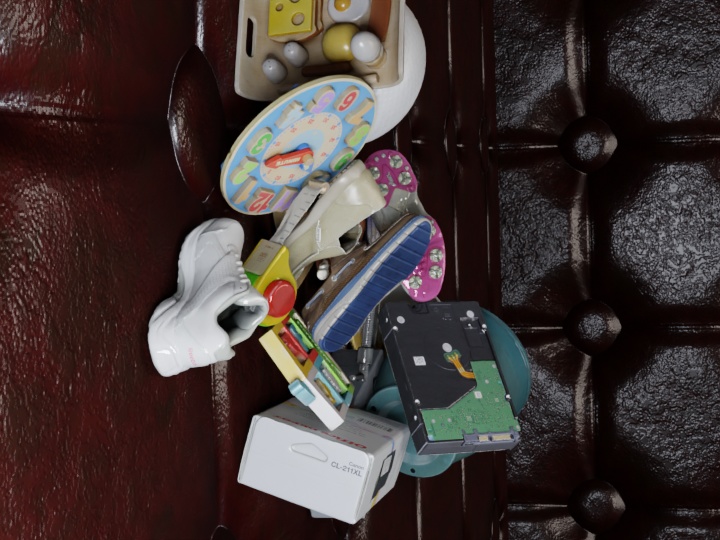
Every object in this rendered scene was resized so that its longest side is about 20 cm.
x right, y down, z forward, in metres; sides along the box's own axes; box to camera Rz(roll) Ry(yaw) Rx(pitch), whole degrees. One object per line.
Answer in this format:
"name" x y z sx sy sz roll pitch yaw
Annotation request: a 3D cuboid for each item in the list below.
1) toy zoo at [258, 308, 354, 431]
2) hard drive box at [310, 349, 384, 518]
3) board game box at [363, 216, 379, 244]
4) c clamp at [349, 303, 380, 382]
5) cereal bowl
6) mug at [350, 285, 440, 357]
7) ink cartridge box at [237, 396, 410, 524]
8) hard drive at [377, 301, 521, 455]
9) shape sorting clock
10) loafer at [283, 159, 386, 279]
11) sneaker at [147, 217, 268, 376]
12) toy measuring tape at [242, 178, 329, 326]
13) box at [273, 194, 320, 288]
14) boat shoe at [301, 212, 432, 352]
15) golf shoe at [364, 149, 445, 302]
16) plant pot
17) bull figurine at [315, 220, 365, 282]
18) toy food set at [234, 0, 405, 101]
"toy zoo" -0.060 0.112 1.423 0.131 0.020 0.200 52 8 -3
"hard drive box" -0.017 0.217 1.678 0.200 0.076 0.157 -57 143 -65
"board game box" -0.008 -0.064 1.724 0.200 0.056 0.167 -39 128 -81
"c clamp" 0.016 0.051 1.612 0.171 0.027 0.201 60 36 -79
"cereal bowl" -0.027 -0.249 1.432 0.083 0.199 0.202 28 62 -69
"mug" 0.049 0.103 1.899 0.150 0.186 0.153 57 3 6
"ink cartridge box" -0.038 0.211 1.432 0.200 0.145 0.083 -9 116 -75
"hard drive" 0.110 0.131 1.541 0.038 0.139 0.201 121 -40 -48
"shape sorting clock" -0.064 -0.132 1.344 0.039 0.199 0.200 56 2 22
"loafer" -0.041 -0.040 1.435 0.200 0.068 0.076 -50 178 37
"sneaker" -0.130 0.025 1.196 0.201 0.099 0.078 -77 160 -45
"toy measuring tape" -0.085 -0.005 1.360 0.201 0.073 0.074 -57 153 -18
"box" -0.080 -0.101 1.558 0.164 0.021 0.201 -63 149 -61
"boat shoe" 0.000 0.000 1.470 0.072 0.200 0.072 47 8 32
"golf shoe" 0.057 -0.054 1.596 0.092 0.075 0.201 123 -49 -78
"plant pot" 0.101 0.170 1.651 0.188 0.199 0.201 -41 130 -52
"bull figurine" -0.025 -0.037 1.571 0.121 0.065 0.202 173 -83 -89
"toy food set" -0.042 -0.271 1.361 0.060 0.199 0.145 33 56 -66
